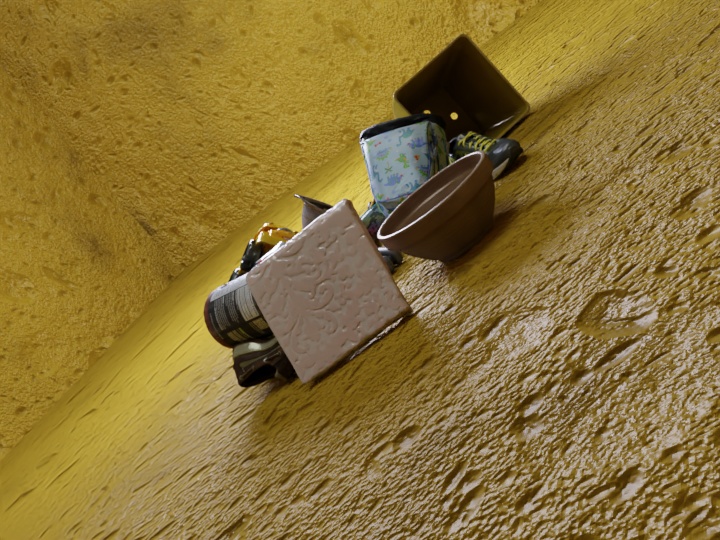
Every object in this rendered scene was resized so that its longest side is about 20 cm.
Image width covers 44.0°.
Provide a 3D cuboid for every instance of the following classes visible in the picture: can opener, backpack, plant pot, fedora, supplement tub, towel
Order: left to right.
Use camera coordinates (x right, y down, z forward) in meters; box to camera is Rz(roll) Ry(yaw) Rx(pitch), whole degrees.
[{"bbox_3d":[-0.147,0.048,1.392,0.199,0.107,0.107,-24,19,38],"label":"supplement tub"},{"bbox_3d":[-0.048,0.030,1.262,0.200,0.192,0.032,-36,-16,17],"label":"towel"},{"bbox_3d":[-0.061,-0.074,1.748,0.091,0.176,0.200,-65,-16,8],"label":"fedora"},{"bbox_3d":[0.000,0.000,1.543,0.199,0.067,0.053,-3,36,49],"label":"can opener"},{"bbox_3d":[0.081,-0.168,1.547,0.162,0.201,0.154,-11,-13,14],"label":"backpack"},{"bbox_3d":[0.128,-0.078,1.308,0.200,0.093,0.201,-37,12,9],"label":"plant pot"},{"bbox_3d":[0.182,-0.309,1.784,0.200,0.200,0.176,-43,0,-12],"label":"plant pot"}]

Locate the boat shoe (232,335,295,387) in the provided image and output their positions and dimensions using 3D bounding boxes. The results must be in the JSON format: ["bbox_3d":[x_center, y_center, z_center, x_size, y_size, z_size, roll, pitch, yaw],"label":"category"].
[{"bbox_3d":[-0.110,0.135,1.366,0.202,0.075,0.075,-21,59,33],"label":"boat shoe"}]

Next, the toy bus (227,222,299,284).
[{"bbox_3d":[-0.160,-0.019,1.667,0.193,0.135,0.200,-85,20,-49],"label":"toy bus"}]

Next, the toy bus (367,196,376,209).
[{"bbox_3d":[0.079,-0.164,1.774,0.065,0.078,0.200,-65,-4,34],"label":"toy bus"}]

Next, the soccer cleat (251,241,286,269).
[{"bbox_3d":[-0.168,0.027,1.523,0.200,0.068,0.085,-54,6,48],"label":"soccer cleat"}]

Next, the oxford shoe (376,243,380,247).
[{"bbox_3d":[-0.046,-0.016,1.652,0.200,0.074,0.071,-29,14,39],"label":"oxford shoe"}]

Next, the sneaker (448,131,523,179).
[{"bbox_3d":[0.203,-0.201,1.541,0.074,0.085,0.200,-45,13,-19],"label":"sneaker"}]

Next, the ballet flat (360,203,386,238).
[{"bbox_3d":[0.071,-0.105,1.626,0.200,0.071,0.069,-38,-31,-36],"label":"ballet flat"}]

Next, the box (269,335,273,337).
[{"bbox_3d":[-0.121,0.053,1.511,0.201,0.048,0.117,-63,8,11],"label":"box"}]
